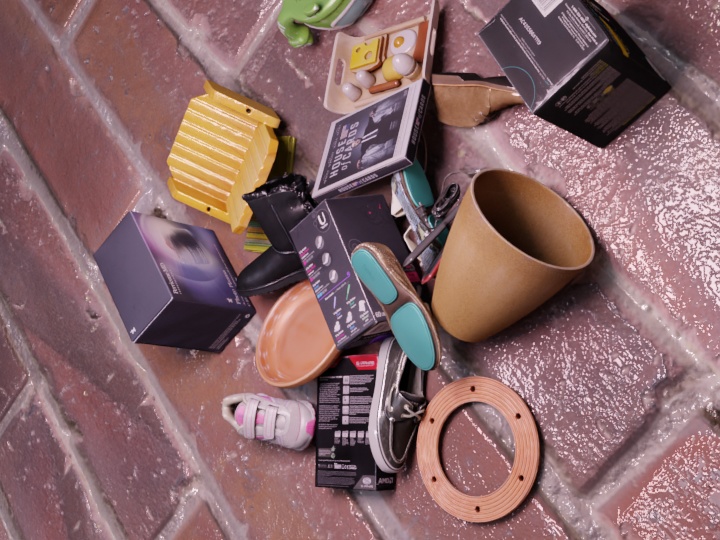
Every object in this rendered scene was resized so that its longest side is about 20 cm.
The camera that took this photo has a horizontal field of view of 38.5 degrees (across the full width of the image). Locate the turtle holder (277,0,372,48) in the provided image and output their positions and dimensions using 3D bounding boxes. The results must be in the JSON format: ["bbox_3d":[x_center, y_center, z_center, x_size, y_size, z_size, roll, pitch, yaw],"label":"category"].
[{"bbox_3d":[-0.052,-0.443,1.664,0.141,0.131,0.187,26,99,37],"label":"turtle holder"}]

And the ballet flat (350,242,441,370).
[{"bbox_3d":[0.062,0.043,1.426,0.070,0.065,0.201,-33,86,36],"label":"ballet flat"}]

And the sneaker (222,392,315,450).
[{"bbox_3d":[-0.151,0.239,1.638,0.199,0.088,0.082,0,82,47],"label":"sneaker"}]

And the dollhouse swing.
[{"bbox_3d":[-0.236,-0.183,1.717,0.181,0.176,0.201,24,107,-4],"label":"dollhouse swing"}]

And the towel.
[{"bbox_3d":[-0.157,-0.131,1.767,0.086,0.018,0.201,3,84,38],"label":"towel"}]

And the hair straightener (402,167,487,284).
[{"bbox_3d":[0.118,-0.079,1.462,0.200,0.077,0.041,-53,5,-19],"label":"hair straightener"}]

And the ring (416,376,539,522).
[{"bbox_3d":[0.164,0.250,1.443,0.200,0.019,0.202,-9,76,38],"label":"ring"}]

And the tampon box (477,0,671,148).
[{"bbox_3d":[0.277,-0.271,1.326,0.126,0.199,0.150,-43,60,24],"label":"tampon box"}]

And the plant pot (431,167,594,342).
[{"bbox_3d":[0.183,-0.002,1.388,0.187,0.186,0.200,57,134,30],"label":"plant pot"}]

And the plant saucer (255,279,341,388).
[{"bbox_3d":[-0.082,0.097,1.618,0.200,0.037,0.201,-29,42,30],"label":"plant saucer"}]

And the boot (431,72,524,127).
[{"bbox_3d":[0.188,-0.244,1.490,0.199,0.073,0.076,14,109,43],"label":"boot"}]

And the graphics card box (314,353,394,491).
[{"bbox_3d":[-0.008,0.231,1.563,0.125,0.051,0.201,-8,76,38],"label":"graphics card box"}]

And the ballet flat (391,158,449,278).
[{"bbox_3d":[0.081,-0.078,1.513,0.074,0.074,0.201,-30,77,31],"label":"ballet flat"}]

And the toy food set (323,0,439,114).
[{"bbox_3d":[0.032,-0.334,1.602,0.199,0.060,0.144,-9,64,37],"label":"toy food set"}]

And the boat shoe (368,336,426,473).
[{"bbox_3d":[0.058,0.194,1.500,0.063,0.070,0.201,-7,76,45],"label":"boat shoe"}]

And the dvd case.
[{"bbox_3d":[0.015,-0.193,1.547,0.199,0.025,0.151,-18,48,42],"label":"dvd case"}]

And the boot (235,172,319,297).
[{"bbox_3d":[-0.139,-0.056,1.640,0.197,0.073,0.163,-17,113,20],"label":"boot"}]

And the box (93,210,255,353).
[{"bbox_3d":[-0.315,0.022,1.751,0.123,0.198,0.200,-46,58,23],"label":"box"}]

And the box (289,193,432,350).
[{"bbox_3d":[0.000,0.000,1.524,0.106,0.122,0.201,-39,69,44],"label":"box"}]

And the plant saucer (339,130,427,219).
[{"bbox_3d":[0.029,-0.162,1.614,0.199,0.032,0.202,-9,76,38],"label":"plant saucer"}]
